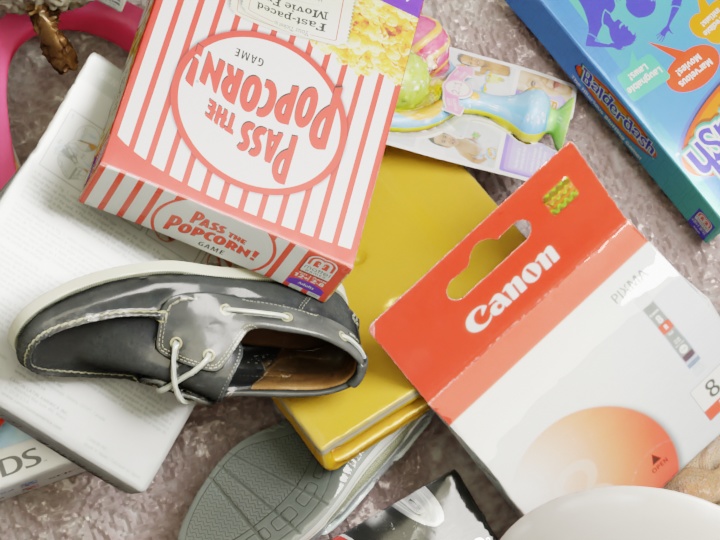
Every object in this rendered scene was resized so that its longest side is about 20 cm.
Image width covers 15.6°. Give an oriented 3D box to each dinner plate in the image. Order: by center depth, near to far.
[{"bbox_3d":[0.163,0.206,1.478,0.200,0.200,0.024,24,40,2],"label":"dinner plate"}]

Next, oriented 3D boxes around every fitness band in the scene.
[{"bbox_3d":[-0.158,-0.078,1.562,0.143,0.037,0.200,0,60,-19],"label":"fitness band"}]

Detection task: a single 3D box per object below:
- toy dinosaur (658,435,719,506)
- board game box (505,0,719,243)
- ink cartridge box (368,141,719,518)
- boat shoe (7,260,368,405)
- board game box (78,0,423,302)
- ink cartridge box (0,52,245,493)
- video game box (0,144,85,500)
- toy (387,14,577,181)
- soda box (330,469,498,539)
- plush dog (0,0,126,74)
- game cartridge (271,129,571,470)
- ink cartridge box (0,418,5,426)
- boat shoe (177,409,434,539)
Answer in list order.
[{"bbox_3d":[0.191,0.163,1.543,0.135,0.086,0.200,-7,61,22],"label":"toy dinosaur"},{"bbox_3d":[0.211,-0.140,1.624,0.152,0.045,0.200,-37,82,-18],"label":"board game box"},{"bbox_3d":[0.122,0.051,1.492,0.162,0.050,0.200,-42,125,-5],"label":"ink cartridge box"},{"bbox_3d":[-0.092,0.039,1.444,0.200,0.072,0.068,0,47,-23],"label":"boat shoe"},{"bbox_3d":[-0.058,-0.100,1.478,0.151,0.046,0.200,22,57,-12],"label":"board game box"},{"bbox_3d":[-0.145,0.002,1.495,0.160,0.047,0.200,34,76,-20],"label":"ink cartridge box"},{"bbox_3d":[-0.257,0.047,1.554,0.182,0.047,0.200,-19,79,-10],"label":"video game box"},{"bbox_3d":[0.035,-0.121,1.586,0.200,0.047,0.115,18,38,-2],"label":"toy"},{"bbox_3d":[-0.017,0.194,1.522,0.200,0.071,0.063,-30,80,-11],"label":"soda box"},{"bbox_3d":[-0.165,-0.222,1.554,0.172,0.200,0.161,-50,121,-47],"label":"plush dog"},{"bbox_3d":[0.000,0.000,1.553,0.176,0.032,0.200,-32,55,-10],"label":"game cartridge"},{"bbox_3d":[-0.291,0.082,1.467,0.162,0.057,0.200,41,93,-17],"label":"ink cartridge box"},{"bbox_3d":[-0.022,0.115,1.545,0.074,0.065,0.202,36,75,28],"label":"boat shoe"}]
